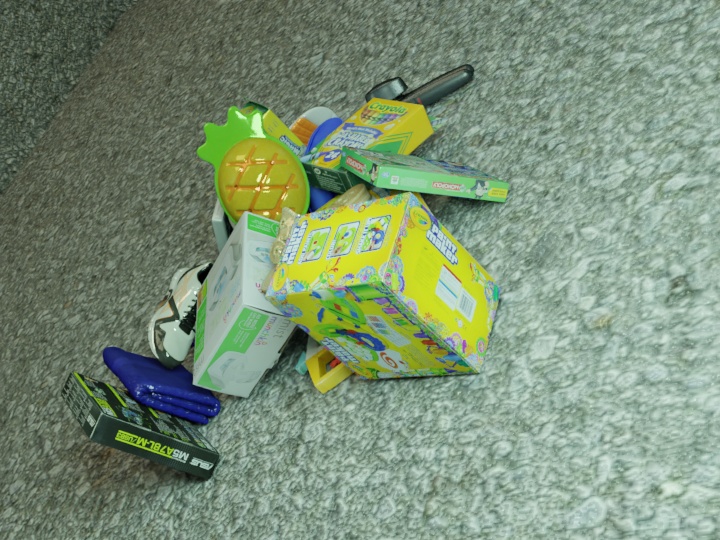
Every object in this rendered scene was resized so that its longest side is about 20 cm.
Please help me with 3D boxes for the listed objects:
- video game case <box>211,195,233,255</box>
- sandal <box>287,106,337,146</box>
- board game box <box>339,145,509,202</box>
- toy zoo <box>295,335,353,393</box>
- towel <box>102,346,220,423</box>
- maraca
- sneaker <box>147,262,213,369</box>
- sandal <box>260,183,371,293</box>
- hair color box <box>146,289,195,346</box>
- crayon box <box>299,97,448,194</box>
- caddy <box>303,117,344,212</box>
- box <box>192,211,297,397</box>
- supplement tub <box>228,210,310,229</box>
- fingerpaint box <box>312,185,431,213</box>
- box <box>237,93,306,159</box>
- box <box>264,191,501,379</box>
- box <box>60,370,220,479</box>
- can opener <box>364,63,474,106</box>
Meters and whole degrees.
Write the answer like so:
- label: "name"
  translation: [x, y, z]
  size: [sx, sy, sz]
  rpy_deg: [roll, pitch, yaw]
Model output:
- label: "video game case"
  translation: [-0.210, -0.095, 1.734]
  size: [0.023, 0.201, 0.184]
  rpy_deg: [5, 55, 6]
- label: "sandal"
  translation: [-0.129, -0.227, 1.905]
  size: [0.207, 0.079, 0.059]
  rpy_deg: [-48, 31, 2]
- label: "board game box"
  translation: [0.085, -0.132, 1.397]
  size: [0.134, 0.197, 0.030]
  rpy_deg: [-140, 59, -61]
- label: "toy zoo"
  translation: [-0.010, 0.086, 1.412]
  size: [0.199, 0.020, 0.132]
  rpy_deg: [-37, 30, 16]
- label: "towel"
  translation: [-0.313, 0.179, 1.585]
  size: [0.199, 0.146, 0.050]
  rpy_deg: [24, 96, 59]
- label: "maraca"
  translation: [-0.157, -0.144, 1.521]
  size: [0.136, 0.202, 0.107]
  rpy_deg: [-32, 6, -2]
- label: "sneaker"
  translation: [-0.276, 0.064, 1.619]
  size: [0.079, 0.074, 0.202]
  rpy_deg: [-23, 40, 33]
- label: "sandal"
  translation: [-0.079, -0.065, 1.398]
  size: [0.211, 0.070, 0.077]
  rpy_deg: [-44, 21, -20]
- label: "hair color box"
  translation: [-0.272, 0.068, 1.743]
  size: [0.198, 0.065, 0.110]
  rpy_deg: [-7, 48, 51]
- label: "crayon box"
  translation: [0.019, -0.196, 1.534]
  size: [0.200, 0.052, 0.125]
  rpy_deg: [-42, 34, -22]
- label: "caddy"
  translation: [-0.017, -0.159, 1.649]
  size: [0.139, 0.106, 0.202]
  rpy_deg: [-3, 46, 21]
- label: "box"
  translation: [-0.165, 0.053, 1.493]
  size: [0.201, 0.095, 0.179]
  rpy_deg: [-53, 29, 41]
- label: "supplement tub"
  translation: [-0.142, -0.113, 1.682]
  size: [0.122, 0.123, 0.200]
  rpy_deg: [-40, 2, 10]
- label: "fingerpaint box"
  translation: [0.005, -0.061, 1.468]
  size: [0.166, 0.074, 0.200]
  rpy_deg: [-36, 20, -3]
- label: "box"
  translation: [-0.142, -0.228, 1.797]
  size: [0.048, 0.200, 0.117]
  rpy_deg: [-46, 28, -4]
- label: "box"
  translation: [0.029, 0.027, 1.223]
  size: [0.190, 0.200, 0.124]
  rpy_deg: [-8, 52, 41]
- label: "box"
  translation: [-0.320, 0.221, 1.474]
  size: [0.199, 0.191, 0.048]
  rpy_deg: [24, 90, 59]
- label: "can opener"
  translation: [0.099, -0.292, 1.704]
  size: [0.197, 0.079, 0.064]
  rpy_deg: [-17, 31, 28]
